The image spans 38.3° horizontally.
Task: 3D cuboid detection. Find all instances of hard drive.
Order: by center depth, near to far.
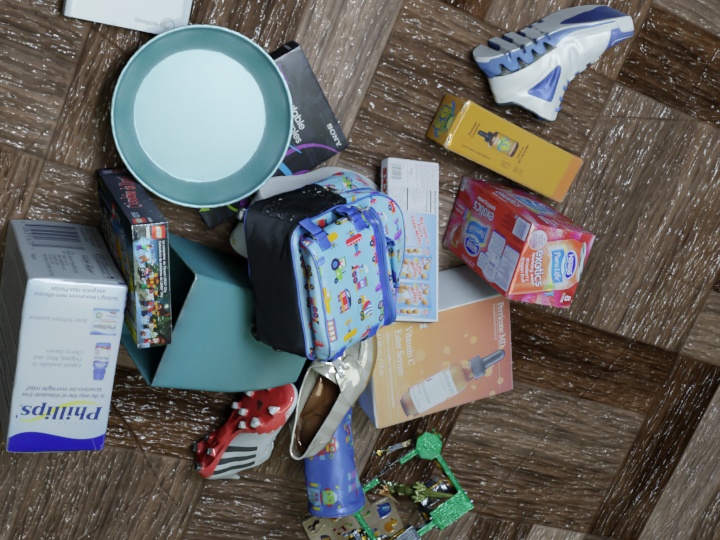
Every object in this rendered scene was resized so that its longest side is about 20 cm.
[{"bbox_3d":[-0.232,-0.357,1.096,0.132,0.027,0.200,7,109,-24],"label":"hard drive"}]

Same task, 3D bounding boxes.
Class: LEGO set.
[{"bbox_3d":[0.058,0.323,1.470,0.200,0.116,0.154,-42,88,-12],"label":"LEGO set"}]

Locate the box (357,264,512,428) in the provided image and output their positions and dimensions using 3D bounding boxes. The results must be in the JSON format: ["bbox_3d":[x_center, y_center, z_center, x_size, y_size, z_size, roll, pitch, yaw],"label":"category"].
[{"bbox_3d":[0.088,0.097,1.373,0.200,0.106,0.152,-14,116,-16],"label":"box"}]

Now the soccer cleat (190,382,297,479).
[{"bbox_3d":[-0.135,0.207,1.328,0.085,0.069,0.200,23,125,-38],"label":"soccer cleat"}]

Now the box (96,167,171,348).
[{"bbox_3d":[-0.248,-0.019,1.130,0.038,0.200,0.137,-7,114,-22],"label":"box"}]

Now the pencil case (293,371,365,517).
[{"bbox_3d":[-0.040,0.220,1.362,0.078,0.087,0.200,-4,95,13],"label":"pencil case"}]

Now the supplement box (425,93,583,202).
[{"bbox_3d":[0.186,-0.157,1.331,0.200,0.069,0.067,22,101,-30],"label":"supplement box"}]

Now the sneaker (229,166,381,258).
[{"bbox_3d":[-0.069,-0.063,1.270,0.200,0.074,0.116,-5,147,-42],"label":"sneaker"}]

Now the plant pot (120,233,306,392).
[{"bbox_3d":[-0.158,0.061,1.240,0.200,0.141,0.141,15,105,-35],"label":"plant pot"}]

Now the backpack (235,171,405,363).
[{"bbox_3d":[-0.021,-0.012,1.153,0.200,0.135,0.183,-27,122,-42],"label":"backpack"}]

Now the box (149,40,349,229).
[{"bbox_3d":[-0.128,-0.158,1.217,0.200,0.036,0.143,-33,120,-8],"label":"box"}]

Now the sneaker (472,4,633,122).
[{"bbox_3d":[0.244,-0.255,1.313,0.199,0.081,0.115,-20,122,-6],"label":"sneaker"}]

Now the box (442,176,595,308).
[{"bbox_3d":[0.193,-0.039,1.305,0.095,0.200,0.100,10,107,-23],"label":"box"}]

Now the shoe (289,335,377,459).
[{"bbox_3d":[-0.037,0.148,1.276,0.053,0.070,0.200,-15,131,-66],"label":"shoe"}]

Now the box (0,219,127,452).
[{"bbox_3d":[-0.336,0.069,1.142,0.105,0.184,0.200,5,110,-26],"label":"box"}]

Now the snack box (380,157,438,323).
[{"bbox_3d":[0.061,-0.036,1.279,0.072,0.024,0.200,4,83,-26],"label":"snack box"}]

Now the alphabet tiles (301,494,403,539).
[{"bbox_3d":[-0.009,0.417,1.525,0.167,0.008,0.200,-26,118,-10],"label":"alphabet tiles"}]

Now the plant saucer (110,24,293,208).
[{"bbox_3d":[-0.176,-0.170,1.152,0.200,0.036,0.200,-3,102,-16],"label":"plant saucer"}]
